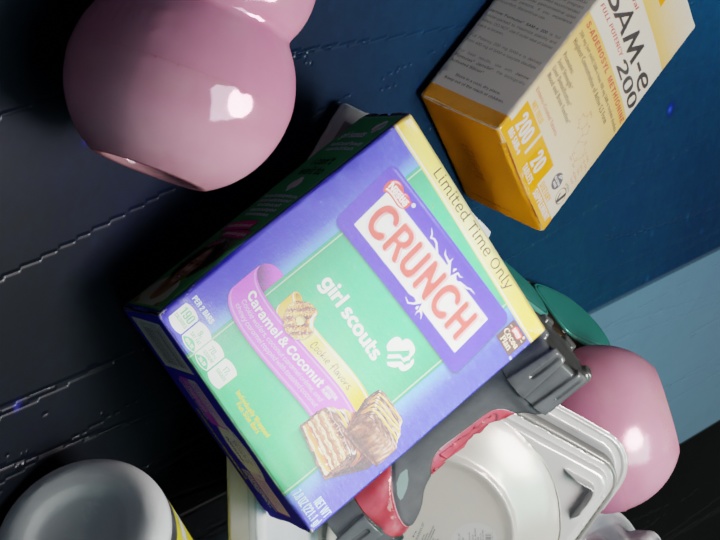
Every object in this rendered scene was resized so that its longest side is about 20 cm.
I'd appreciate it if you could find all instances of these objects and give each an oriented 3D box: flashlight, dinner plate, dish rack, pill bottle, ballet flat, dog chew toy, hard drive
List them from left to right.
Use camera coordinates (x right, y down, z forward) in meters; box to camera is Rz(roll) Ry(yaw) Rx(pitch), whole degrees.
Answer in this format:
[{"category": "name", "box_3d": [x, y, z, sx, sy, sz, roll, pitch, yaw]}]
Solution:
[{"category": "pill bottle", "box_3d": [-0.140, 0.212, 1.357, 0.112, 0.112, 0.200, -49, 144, -20]}, {"category": "dog chew toy", "box_3d": [-0.080, -0.148, 1.182, 0.124, 0.124, 0.201, 24, 84, -57]}, {"category": "hard drive", "box_3d": [-0.055, 0.190, 1.422, 0.132, 0.027, 0.201, 45, 41, -68]}, {"category": "dinner plate", "box_3d": [0.041, 0.181, 1.532, 0.024, 0.199, 0.201, -94, -168, -65]}, {"category": "flashlight", "box_3d": [0.061, 0.111, 1.449, 0.200, 0.068, 0.068, -37, 167, 16]}, {"category": "dish rack", "box_3d": [0.078, 0.175, 1.565, 0.200, 0.171, 0.044, -57, -166, 20]}, {"category": "ballet flat", "box_3d": [0.121, 0.039, 1.658, 0.063, 0.069, 0.200, -39, 147, 14]}, {"category": "dog chew toy", "box_3d": [0.131, 0.131, 1.635, 0.199, 0.125, 0.125, -16, 138, 3]}]

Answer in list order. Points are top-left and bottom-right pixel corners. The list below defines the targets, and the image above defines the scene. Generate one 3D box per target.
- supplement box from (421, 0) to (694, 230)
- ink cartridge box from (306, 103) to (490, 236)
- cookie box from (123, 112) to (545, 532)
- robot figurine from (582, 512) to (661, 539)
[{"category": "supplement box", "box_3d": [0.141, -0.146, 1.533, 0.200, 0.073, 0.126, -53, 146, -16]}, {"category": "ink cartridge box", "box_3d": [0.000, 0.000, 1.473, 0.163, 0.057, 0.200, -60, 155, -6]}, {"category": "cookie box", "box_3d": [-0.013, 0.029, 1.345, 0.200, 0.075, 0.172, -40, 109, -17]}, {"category": "robot figurine", "box_3d": [0.141, 0.238, 1.701, 0.169, 0.199, 0.114, -4, 87, -45]}]
